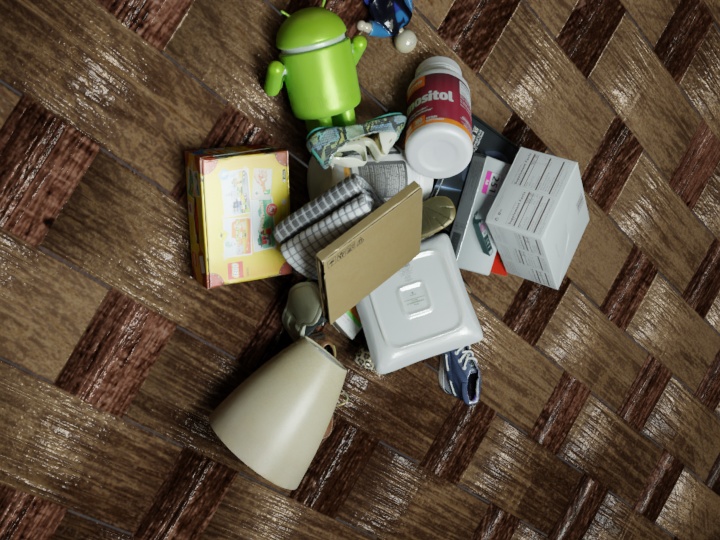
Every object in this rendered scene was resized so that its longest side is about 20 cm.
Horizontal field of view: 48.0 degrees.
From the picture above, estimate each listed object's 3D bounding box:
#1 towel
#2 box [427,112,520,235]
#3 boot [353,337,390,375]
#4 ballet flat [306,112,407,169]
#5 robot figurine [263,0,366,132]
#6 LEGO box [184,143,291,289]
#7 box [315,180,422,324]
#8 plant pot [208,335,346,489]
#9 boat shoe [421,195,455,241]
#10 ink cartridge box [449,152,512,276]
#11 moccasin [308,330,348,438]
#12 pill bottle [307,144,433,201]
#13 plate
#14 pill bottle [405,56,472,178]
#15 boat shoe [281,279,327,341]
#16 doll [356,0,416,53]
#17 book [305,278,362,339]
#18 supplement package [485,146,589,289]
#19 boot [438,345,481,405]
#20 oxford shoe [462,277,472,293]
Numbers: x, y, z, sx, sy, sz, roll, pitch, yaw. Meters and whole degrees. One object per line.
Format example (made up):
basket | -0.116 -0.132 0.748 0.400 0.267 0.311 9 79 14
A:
towel | -0.026 -0.060 1.279 0.164 0.087 0.200 -32 155 13
box | 0.185 -0.168 1.485 0.162 0.086 0.203 26 89 -36
boot | 0.073 0.113 1.493 0.199 0.073 0.153 14 107 -59
ballet flat | 0.004 -0.197 1.271 0.197 0.074 0.076 -19 113 -32
robot figurine | -0.065 -0.315 1.266 0.173 0.115 0.204 -23 114 -20
LEGO box | -0.191 -0.088 1.272 0.146 0.077 0.205 -10 109 -30
box | 0.017 -0.024 1.225 0.199 0.021 0.165 -38 151 -22
plant pot | -0.116 0.217 1.326 0.187 0.187 0.201 39 88 -34
boat shoe | 0.073 -0.067 1.385 0.198 0.066 0.073 -24 82 11
ink cartridge box | 0.248 -0.092 1.471 0.171 0.043 0.204 12 97 -35
moccasin | -0.067 0.209 1.432 0.072 0.077 0.206 -7 112 -33
pill bottle | 0.018 -0.154 1.363 0.196 0.116 0.119 -6 107 -30
plate | 0.091 0.051 1.379 0.196 0.032 0.204 -17 77 -6
pill bottle | 0.131 -0.263 1.358 0.112 0.112 0.203 37 40 -34
boat shoe | -0.079 0.057 1.330 0.067 0.200 0.073 -28 78 -23
doll | 0.037 -0.446 1.335 0.137 0.048 0.201 -51 130 -21
book | 0.000 0.000 1.440 0.201 0.048 0.134 -49 122 -14
supplement package | 0.320 -0.090 1.441 0.158 0.109 0.200 -62 150 -14
boot | 0.199 0.158 1.582 0.072 0.090 0.204 -16 112 -27
oxford shoe | 0.143 0.013 1.518 0.072 0.072 0.199 -49 140 12
